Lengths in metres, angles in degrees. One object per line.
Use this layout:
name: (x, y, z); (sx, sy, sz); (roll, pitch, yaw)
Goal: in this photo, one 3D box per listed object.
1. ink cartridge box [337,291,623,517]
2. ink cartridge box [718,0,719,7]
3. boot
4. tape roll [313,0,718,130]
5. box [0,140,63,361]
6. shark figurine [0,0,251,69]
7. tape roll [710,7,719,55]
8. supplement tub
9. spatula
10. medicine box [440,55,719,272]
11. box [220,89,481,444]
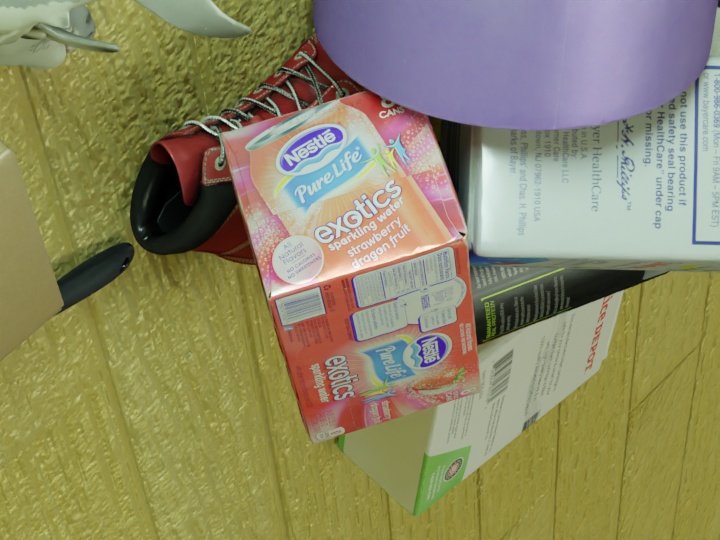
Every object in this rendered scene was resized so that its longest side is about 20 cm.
ink cartridge box: (0.086, 0.052, 1.542); (0.200, 0.084, 0.146); (-36, 152, -31)
ink cartridge box: (0.224, -0.226, 1.292); (0.145, 0.084, 0.200); (-51, -173, 2)
boot: (-0.035, -0.087, 1.162); (0.200, 0.072, 0.144); (-55, 154, 16)
tape roll: (0.077, -0.155, 1.085); (0.200, 0.199, 0.085); (-30, 138, -39)
box: (-0.221, 0.043, 0.992); (0.200, 0.021, 0.164); (-42, 162, -17)
shark figurine: (-0.134, -0.129, 0.892); (0.127, 0.214, 0.090); (-3, 89, -26)
tape roll: (0.141, -0.128, 1.263); (0.202, 0.202, 0.037); (-1, 95, -60)
supplement tub: (0.082, -0.025, 1.331); (0.199, 0.123, 0.123); (-20, 148, -11)
spatula: (-0.182, 0.025, 1.114); (0.200, 0.021, 0.057); (-26, 146, -45)
medicine box: (0.147, -0.053, 1.180); (0.182, 0.198, 0.104); (155, -63, -87)
box: (0.000, 0.000, 1.135); (0.102, 0.095, 0.200); (-16, 155, -1)
